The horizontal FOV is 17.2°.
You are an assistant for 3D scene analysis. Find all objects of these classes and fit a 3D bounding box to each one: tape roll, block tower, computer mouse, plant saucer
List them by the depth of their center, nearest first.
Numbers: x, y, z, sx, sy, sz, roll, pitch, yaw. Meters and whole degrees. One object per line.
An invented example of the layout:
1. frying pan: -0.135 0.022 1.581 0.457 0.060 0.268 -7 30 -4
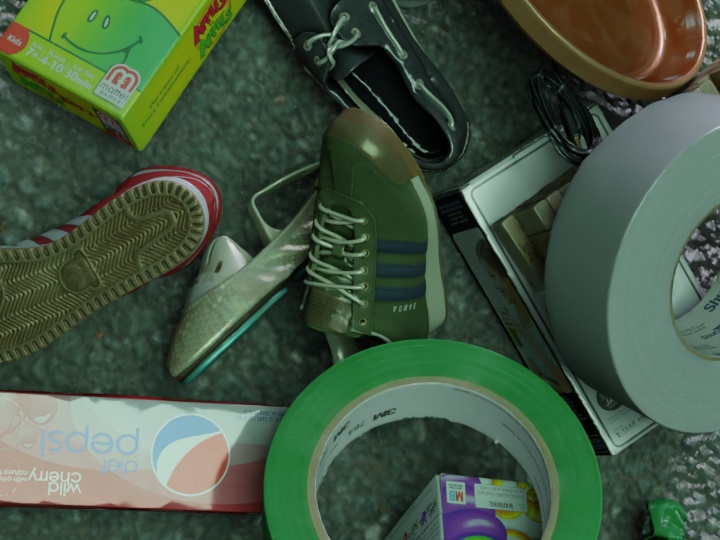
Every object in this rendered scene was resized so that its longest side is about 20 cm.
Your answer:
1. tape roll: 0.041 0.139 1.402 0.199 0.048 0.201 1 60 -2
2. tape roll: 0.209 -0.005 1.459 0.199 0.066 0.201 -13 113 -32
3. block tower: 0.181 -0.065 1.504 0.200 0.058 0.054 -36 96 -18
4. computer mouse: 0.118 -0.143 1.522 0.058 0.034 0.201 18 46 -28
5. plant saucer: 0.141 -0.194 1.530 0.200 0.032 0.201 25 45 -28

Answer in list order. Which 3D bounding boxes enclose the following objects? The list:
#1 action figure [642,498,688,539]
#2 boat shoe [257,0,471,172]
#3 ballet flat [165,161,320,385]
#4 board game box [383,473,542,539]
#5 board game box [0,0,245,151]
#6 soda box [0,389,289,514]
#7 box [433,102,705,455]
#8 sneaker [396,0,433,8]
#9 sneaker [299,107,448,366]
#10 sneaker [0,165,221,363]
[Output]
1. action figure: 0.178 0.243 1.527 0.054 0.118 0.201 17 72 -4
2. boat shoe: -0.002 -0.142 1.500 0.073 0.063 0.200 -39 101 11
3. ballet flat: -0.063 -0.009 1.484 0.200 0.067 0.062 -42 92 -26
4. board game box: 0.083 0.240 1.446 0.102 0.105 0.201 7 59 -17
5. board game box: -0.124 -0.184 1.459 0.101 0.048 0.200 28 75 21
6. soda box: -0.143 0.111 1.444 0.199 0.063 0.070 4 85 -18
7. box: 0.148 0.007 1.547 0.116 0.060 0.201 -33 96 -18
8. sneaker: 0.008 -0.267 1.515 0.076 0.081 0.201 -34 95 -16
9. sneaker: 0.000 0.000 1.439 0.067 0.201 0.090 25 60 29
10. sneaker: -0.173 -0.004 1.450 0.199 0.112 0.072 -23 96 12
